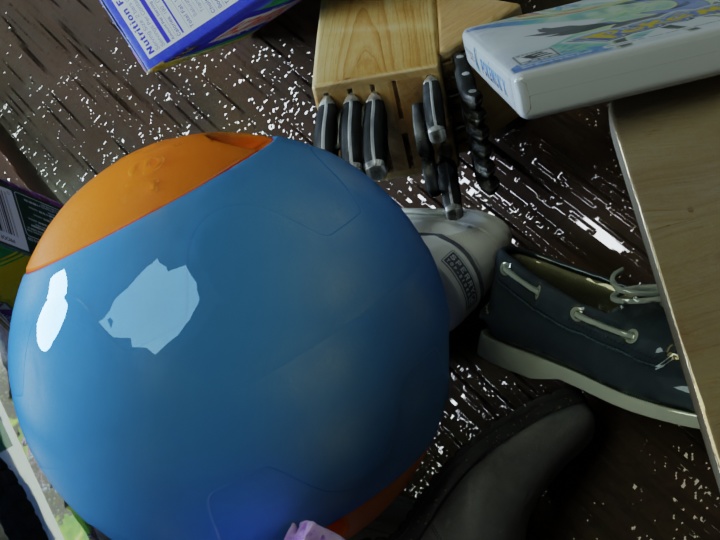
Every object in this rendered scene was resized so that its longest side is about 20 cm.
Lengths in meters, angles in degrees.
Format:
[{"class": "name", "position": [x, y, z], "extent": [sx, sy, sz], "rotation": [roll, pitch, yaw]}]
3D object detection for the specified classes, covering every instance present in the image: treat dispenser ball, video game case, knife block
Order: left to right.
[{"class": "treat dispenser ball", "position": [-0.058, 0.037, 0.742], "extent": [0.201, 0.201, 0.201], "rotation": [-19, 55, 30]}, {"class": "knife block", "position": [0.002, -0.089, 0.886], "extent": [0.176, 0.064, 0.200], "rotation": [-34, 36, -32]}, {"class": "video game case", "position": [0.154, -0.115, 0.741], "extent": [0.200, 0.022, 0.182], "rotation": [-14, 15, 0]}]

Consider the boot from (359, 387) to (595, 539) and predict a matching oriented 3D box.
[{"class": "boot", "position": [0.067, 0.156, 0.748], "extent": [0.200, 0.070, 0.132], "rotation": [-40, 72, -18]}]

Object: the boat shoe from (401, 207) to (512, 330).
[{"class": "boat shoe", "position": [0.000, 0.000, 0.896], "extent": [0.200, 0.072, 0.066], "rotation": [-14, 22, 50]}]

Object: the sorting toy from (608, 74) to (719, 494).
[{"class": "sorting toy", "position": [0.222, 0.005, 0.660], "extent": [0.200, 0.070, 0.199], "rotation": [-13, 62, 3]}]

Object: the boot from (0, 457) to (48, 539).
[{"class": "boot", "position": [-0.259, 0.105, 0.823], "extent": [0.138, 0.077, 0.200], "rotation": [-32, 69, 3]}]

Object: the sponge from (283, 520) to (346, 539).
[{"class": "sponge", "position": [0.037, 0.198, 0.666], "extent": [0.112, 0.200, 0.030], "rotation": [-63, 11, -18]}]

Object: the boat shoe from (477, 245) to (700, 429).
[{"class": "boat shoe", "position": [0.137, 0.029, 0.759], "extent": [0.200, 0.075, 0.062], "rotation": [15, 105, 50]}]

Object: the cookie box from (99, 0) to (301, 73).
[{"class": "cookie box", "position": [-0.040, -0.208, 0.977], "extent": [0.200, 0.075, 0.171], "rotation": [-29, 6, 23]}]

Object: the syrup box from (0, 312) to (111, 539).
[{"class": "syrup box", "position": [-0.193, 0.120, 0.888], "extent": [0.079, 0.081, 0.200], "rotation": [-29, 68, -3]}]

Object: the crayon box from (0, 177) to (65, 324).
[{"class": "crayon box", "position": [-0.239, 0.024, 0.976], "extent": [0.172, 0.200, 0.058], "rotation": [-34, 60, 20]}]

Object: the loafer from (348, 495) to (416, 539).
[{"class": "loafer", "position": [-0.047, 0.118, 0.858], "extent": [0.200, 0.070, 0.070], "rotation": [8, 45, 25]}]
